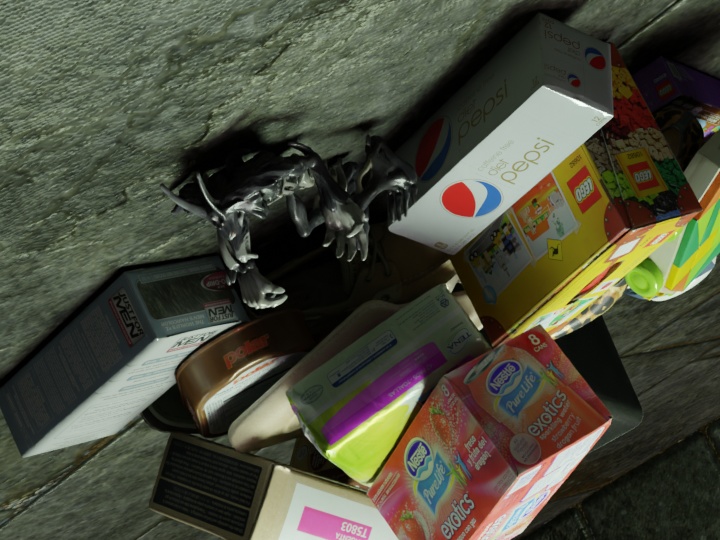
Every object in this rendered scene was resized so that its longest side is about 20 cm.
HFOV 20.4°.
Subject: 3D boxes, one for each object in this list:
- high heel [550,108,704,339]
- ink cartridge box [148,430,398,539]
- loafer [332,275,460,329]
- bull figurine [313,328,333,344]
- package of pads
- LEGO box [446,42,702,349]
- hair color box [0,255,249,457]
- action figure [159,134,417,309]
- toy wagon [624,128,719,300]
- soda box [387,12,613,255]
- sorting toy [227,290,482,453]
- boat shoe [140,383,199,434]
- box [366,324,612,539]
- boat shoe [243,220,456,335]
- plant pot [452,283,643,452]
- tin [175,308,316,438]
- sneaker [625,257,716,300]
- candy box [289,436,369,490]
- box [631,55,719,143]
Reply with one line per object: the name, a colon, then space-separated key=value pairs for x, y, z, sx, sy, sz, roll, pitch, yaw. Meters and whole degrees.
high heel: x=0.199 y=-0.037 z=1.580 sx=0.201 sy=0.071 sz=0.143 roll=-56 pitch=172 yaw=-7
ink cartridge box: x=-0.050 y=0.203 z=1.668 sx=0.199 sy=0.076 sz=0.164 roll=23 pitch=173 yaw=-34
loafer: x=0.048 y=0.006 z=1.723 sx=0.199 sy=0.063 sz=0.072 roll=-18 pitch=162 yaw=-27
bull figurine: x=0.004 y=0.085 z=1.768 sx=0.199 sy=0.065 sz=0.121 roll=30 pitch=138 yaw=-22
package of pads: x=0.034 y=0.097 z=1.557 sx=0.154 sy=0.068 sz=0.200 roll=-36 pitch=162 yaw=3
LEGO box: x=0.145 y=-0.054 z=1.520 sx=0.077 sy=0.150 sz=0.200 roll=-15 pitch=161 yaw=-35
hair color box: x=-0.186 y=0.067 z=1.547 sx=0.099 sy=0.061 sz=0.200 roll=-12 pitch=159 yaw=-48
action figure: x=-0.045 y=-0.036 z=1.366 sx=0.118 sy=0.103 sz=0.199 roll=-24 pitch=171 yaw=40
toy wagon: x=0.267 y=-0.040 z=1.582 sx=0.155 sy=0.039 sz=0.201 roll=-42 pitch=157 yaw=-32
soda box: x=0.095 y=-0.093 z=1.428 sx=0.063 sy=0.069 sz=0.200 roll=19 pitch=142 yaw=-25
sorting toy: x=0.002 y=0.073 z=1.615 sx=0.185 sy=0.037 sz=0.199 roll=-43 pitch=160 yaw=24
boat shoe: x=-0.123 y=0.113 z=1.779 sx=0.200 sy=0.072 sz=0.061 roll=-13 pitch=156 yaw=-48
box: x=0.095 y=0.142 z=1.519 sx=0.102 sy=0.095 sz=0.200 roll=-26 pitch=160 yaw=-30
boat shoe: x=0.000 y=0.000 z=1.618 sx=0.199 sy=0.073 sz=0.065 roll=-22 pitch=166 yaw=5
plant pot: x=0.114 y=0.089 z=1.888 sx=0.199 sy=0.201 sz=0.177 roll=-33 pitch=153 yaw=25
tin: x=-0.087 y=0.084 z=1.597 sx=0.111 sy=0.042 sz=0.200 roll=-30 pitch=167 yaw=-9
sneaker: x=0.212 y=-0.002 z=1.733 sx=0.199 sy=0.081 sz=0.147 roll=-21 pitch=144 yaw=12
candy box: x=0.043 y=0.173 z=1.785 sx=0.199 sy=0.057 sz=0.116 roll=-20 pitch=136 yaw=43
box: x=0.235 y=-0.115 z=1.677 sx=0.136 sy=0.039 sz=0.200 roll=-32 pitch=164 yaw=23
